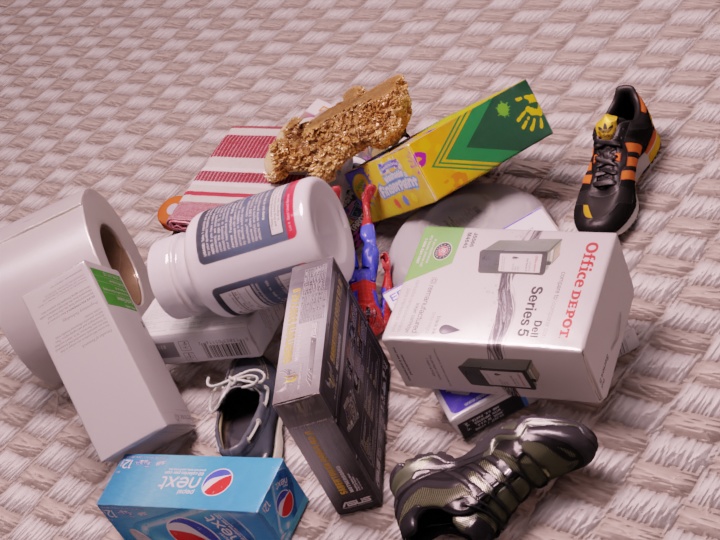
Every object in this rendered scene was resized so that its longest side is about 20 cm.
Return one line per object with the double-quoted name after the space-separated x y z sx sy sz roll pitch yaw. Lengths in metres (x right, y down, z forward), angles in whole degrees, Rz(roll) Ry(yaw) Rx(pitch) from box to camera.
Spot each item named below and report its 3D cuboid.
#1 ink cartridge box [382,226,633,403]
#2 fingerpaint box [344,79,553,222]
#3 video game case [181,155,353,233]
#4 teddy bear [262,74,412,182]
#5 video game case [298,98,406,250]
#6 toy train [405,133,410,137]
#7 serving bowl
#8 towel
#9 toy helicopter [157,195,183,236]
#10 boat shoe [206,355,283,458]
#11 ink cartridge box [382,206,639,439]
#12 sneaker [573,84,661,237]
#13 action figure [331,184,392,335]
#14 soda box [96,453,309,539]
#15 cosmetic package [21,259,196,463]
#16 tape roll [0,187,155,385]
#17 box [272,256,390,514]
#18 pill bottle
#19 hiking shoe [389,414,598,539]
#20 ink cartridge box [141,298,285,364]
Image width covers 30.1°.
0.142 0.039 1.264 0.200 0.084 0.146 2 51 27 "ink cartridge box"
0.096 -0.130 1.519 0.167 0.073 0.200 -30 6 -21 "fingerpaint box"
-0.111 -0.073 1.574 0.182 0.022 0.200 -1 40 11 "video game case"
-0.024 -0.154 1.533 0.200 0.067 0.145 -26 24 13 "teddy bear"
-0.040 -0.111 1.651 0.181 0.036 0.200 27 61 27 "video game case"
-0.009 -0.114 1.694 0.200 0.034 0.046 -42 49 -21 "toy train"
0.116 -0.034 1.475 0.200 0.066 0.200 -17 35 13 "serving bowl"
-0.127 -0.109 1.587 0.144 0.023 0.200 5 41 20 "towel"
-0.148 -0.072 1.691 0.200 0.079 0.132 -38 48 -7 "toy helicopter"
-0.123 0.143 1.408 0.075 0.062 0.200 -23 32 16 "boat shoe"
0.146 0.049 1.345 0.198 0.043 0.200 -28 44 0 "ink cartridge box"
0.270 -0.120 1.458 0.070 0.090 0.200 -2 42 33 "sneaker"
0.000 0.000 1.470 0.065 0.052 0.200 -2 68 -13 "action figure"
-0.158 0.228 1.321 0.200 0.064 0.068 -4 41 31 "soda box"
-0.268 0.099 1.428 0.085 0.200 0.108 -31 -10 5 "cosmetic package"
-0.344 0.020 1.598 0.139 0.203 0.203 -25 34 5 "tape roll"
-0.024 0.110 1.301 0.048 0.158 0.200 -16 37 16 "box"
-0.118 -0.017 1.417 0.200 0.120 0.120 -16 36 20 "pill bottle"
0.120 0.198 1.178 0.200 0.076 0.101 -23 42 22 "hiking shoe"
-0.155 0.029 1.542 0.160 0.047 0.200 -7 31 26 "ink cartridge box"
